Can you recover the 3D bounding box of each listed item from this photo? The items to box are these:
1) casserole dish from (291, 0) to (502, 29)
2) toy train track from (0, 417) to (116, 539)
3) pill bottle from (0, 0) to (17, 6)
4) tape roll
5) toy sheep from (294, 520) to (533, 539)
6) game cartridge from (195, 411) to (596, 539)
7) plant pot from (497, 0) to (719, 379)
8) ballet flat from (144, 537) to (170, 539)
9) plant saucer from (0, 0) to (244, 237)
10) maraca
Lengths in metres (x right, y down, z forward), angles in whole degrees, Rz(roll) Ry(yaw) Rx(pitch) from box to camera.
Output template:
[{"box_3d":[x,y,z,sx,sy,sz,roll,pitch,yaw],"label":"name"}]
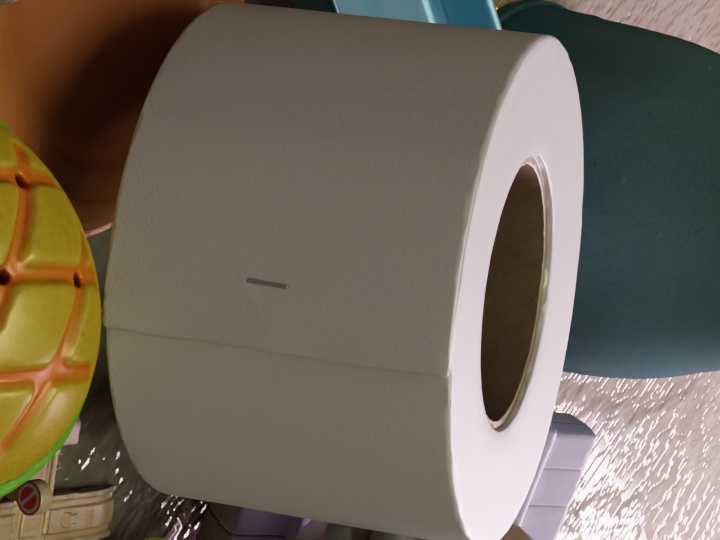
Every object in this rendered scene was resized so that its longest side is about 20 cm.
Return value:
[{"box_3d":[0.014,-0.120,1.004,0.121,0.039,0.201,-47,124,-45],"label":"casserole dish"},{"box_3d":[-0.138,0.151,0.906,0.114,0.032,0.202,-1,102,-55],"label":"toy train track"},{"box_3d":[-0.152,-0.133,0.706,0.199,0.110,0.112,-28,123,-39],"label":"pill bottle"},{"box_3d":[0.000,0.000,0.866,0.202,0.138,0.205,8,90,-72],"label":"tape roll"},{"box_3d":[0.012,0.163,0.946,0.137,0.200,0.139,22,52,-32],"label":"toy sheep"},{"box_3d":[0.015,0.121,1.036,0.199,0.038,0.131,6,116,-36],"label":"game cartridge"},{"box_3d":[0.158,-0.030,1.137,0.199,0.187,0.202,-24,120,-50],"label":"plant pot"},{"box_3d":[-0.087,0.218,0.965,0.067,0.067,0.202,-16,116,-51],"label":"ballet flat"},{"box_3d":[-0.108,-0.108,0.863,0.199,0.037,0.202,-22,117,-50],"label":"plant saucer"},{"box_3d":[-0.164,-0.011,0.759,0.137,0.106,0.201,-45,114,-41],"label":"maraca"}]
